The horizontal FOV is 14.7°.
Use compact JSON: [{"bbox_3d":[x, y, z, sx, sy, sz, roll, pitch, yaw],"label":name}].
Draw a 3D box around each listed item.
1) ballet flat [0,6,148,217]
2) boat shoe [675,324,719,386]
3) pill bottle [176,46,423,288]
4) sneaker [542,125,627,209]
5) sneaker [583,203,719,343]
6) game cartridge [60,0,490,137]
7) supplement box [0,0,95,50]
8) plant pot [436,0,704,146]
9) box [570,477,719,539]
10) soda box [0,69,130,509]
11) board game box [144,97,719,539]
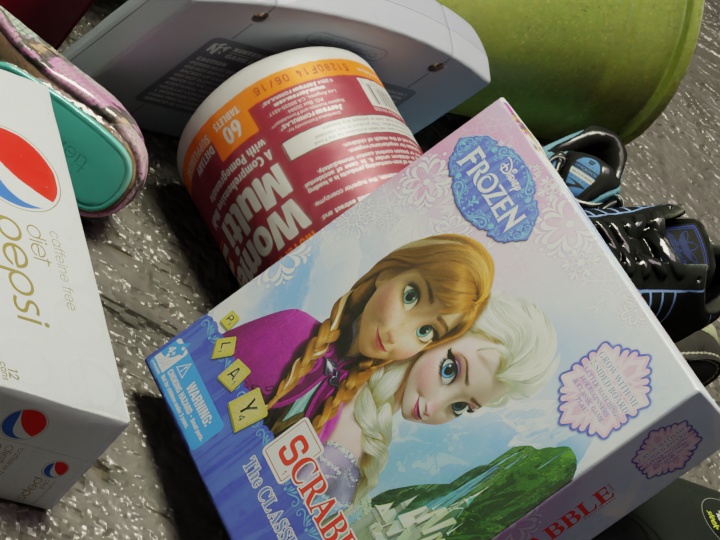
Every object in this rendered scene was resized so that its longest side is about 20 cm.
[{"bbox_3d":[-0.180,-0.100,1.285,0.200,0.069,0.071,38,12,-16],"label":"ballet flat"},{"bbox_3d":[0.116,0.063,1.420,0.201,0.072,0.066,0,56,-43],"label":"boat shoe"},{"bbox_3d":[0.000,0.000,1.316,0.109,0.110,0.200,5,47,-47],"label":"pill bottle"},{"bbox_3d":[0.092,-0.028,1.480,0.078,0.090,0.200,41,30,-4],"label":"sneaker"},{"bbox_3d":[0.117,-0.005,1.312,0.200,0.078,0.070,15,50,-62],"label":"sneaker"},{"bbox_3d":[-0.038,-0.104,1.380,0.200,0.133,0.041,12,61,-43],"label":"game cartridge"},{"bbox_3d":[-0.203,-0.198,1.328,0.200,0.109,0.061,31,32,-19],"label":"supplement box"},{"bbox_3d":[0.057,-0.162,1.536,0.184,0.200,0.201,-3,52,-37],"label":"plant pot"},{"bbox_3d":[0.129,0.183,1.195,0.200,0.149,0.124,21,36,-32],"label":"box"},{"bbox_3d":[-0.158,0.000,1.175,0.068,0.064,0.200,19,38,-36],"label":"soda box"},{"bbox_3d":[0.027,0.052,1.165,0.041,0.199,0.200,48,8,-45],"label":"board game box"}]
